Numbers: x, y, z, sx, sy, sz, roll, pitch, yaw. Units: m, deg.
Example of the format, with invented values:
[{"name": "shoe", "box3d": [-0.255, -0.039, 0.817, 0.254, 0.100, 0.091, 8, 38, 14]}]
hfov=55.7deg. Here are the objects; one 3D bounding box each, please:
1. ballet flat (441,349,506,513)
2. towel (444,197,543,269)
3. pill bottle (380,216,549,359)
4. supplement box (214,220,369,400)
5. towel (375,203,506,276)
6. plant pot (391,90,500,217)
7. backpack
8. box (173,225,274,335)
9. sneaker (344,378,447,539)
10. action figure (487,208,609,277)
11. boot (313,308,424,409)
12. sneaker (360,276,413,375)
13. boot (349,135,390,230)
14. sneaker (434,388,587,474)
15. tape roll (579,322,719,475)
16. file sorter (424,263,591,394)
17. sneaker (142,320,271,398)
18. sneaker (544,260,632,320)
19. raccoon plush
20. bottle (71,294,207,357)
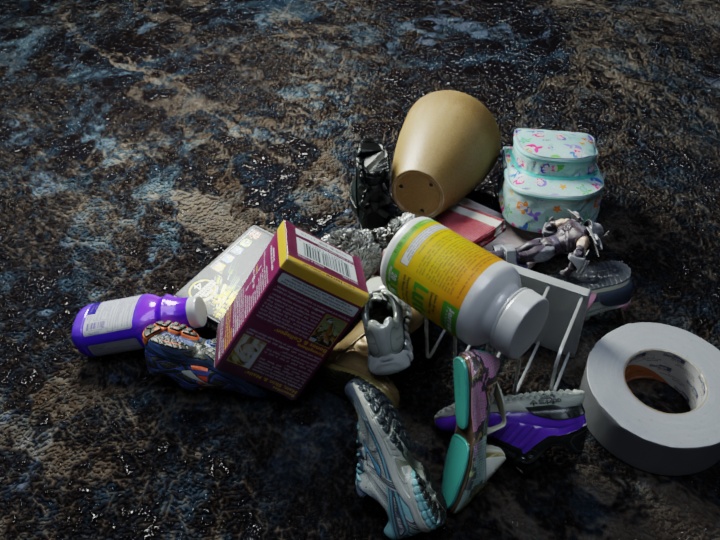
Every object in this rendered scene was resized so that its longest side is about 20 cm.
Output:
[{"name": "ballet flat", "box3d": [0.143, 0.197, 0.828, 0.070, 0.203, 0.069, 3, 4, -14]}, {"name": "towel", "box3d": [0.193, -0.032, 1.147, 0.190, 0.033, 0.200, 29, 54, 30]}, {"name": "pill bottle", "box3d": [0.130, 0.023, 0.854, 0.111, 0.112, 0.199, -36, 52, -28]}, {"name": "supplement box", "box3d": [-0.096, 0.057, 0.928, 0.130, 0.201, 0.104, 26, 25, -24]}, {"name": "towel", "box3d": [0.119, -0.039, 1.091, 0.199, 0.023, 0.144, -32, 28, -15]}, {"name": "plant pot", "box3d": [0.129, -0.183, 1.177, 0.184, 0.188, 0.201, 14, 41, 18]}, {"name": "backpack", "box3d": [0.323, -0.149, 1.156, 0.175, 0.152, 0.201, 6, 38, 7]}, {"name": "box", "box3d": [-0.176, 0.026, 1.105, 0.160, 0.049, 0.200, 27, 53, 24]}, {"name": "sneaker", "box3d": [0.020, 0.230, 0.825, 0.086, 0.077, 0.202, -33, 72, 14]}, {"name": "action figure", "box3d": [0.281, -0.033, 1.034, 0.197, 0.070, 0.130, -16, 21, 1]}, {"name": "boot", "box3d": [0.043, 0.103, 0.979, 0.174, 0.067, 0.199, 20, 48, 42]}, {"name": "sneaker", "box3d": [0.031, 0.054, 0.934, 0.074, 0.082, 0.201, -16, 28, 4]}, {"name": "boot", "box3d": [0.016, -0.158, 1.193, 0.072, 0.164, 0.200, -7, 44, -3]}, {"name": "sneaker", "box3d": [0.191, 0.211, 0.873, 0.198, 0.069, 0.101, -10, 85, 24]}, {"name": "tape roll", "box3d": [0.397, 0.166, 0.907, 0.197, 0.067, 0.202, -2, 44, 2]}, {"name": "file sorter", "box3d": [0.198, 0.082, 0.958, 0.198, 0.140, 0.125, 20, 52, 23]}, {"name": "sneaker", "box3d": [-0.220, 0.139, 0.984, 0.198, 0.079, 0.076, 21, 29, 3]}, {"name": "sneaker", "box3d": [0.310, 0.049, 1.030, 0.197, 0.083, 0.071, -11, 37, 17]}, {"name": "raccoon plush", "box3d": [0.000, 0.000, 1.033, 0.199, 0.096, 0.135, -33, 45, 33]}, {"name": "bottle", "box3d": [-0.332, 0.078, 1.032, 0.197, 0.066, 0.084, -11, 42, 9]}]
